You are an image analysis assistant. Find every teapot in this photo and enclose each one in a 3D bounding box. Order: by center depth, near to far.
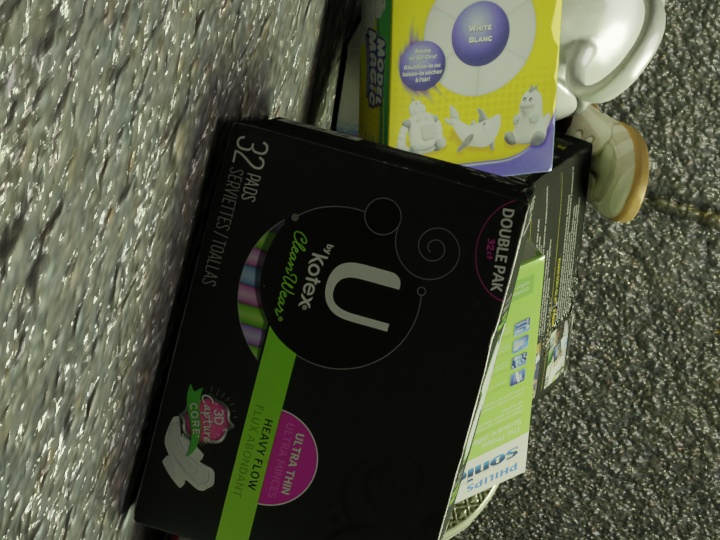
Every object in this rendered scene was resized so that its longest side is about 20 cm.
[{"bbox_3d":[0.120,-0.171,1.240,0.200,0.197,0.146,67,40,-73],"label":"teapot"}]

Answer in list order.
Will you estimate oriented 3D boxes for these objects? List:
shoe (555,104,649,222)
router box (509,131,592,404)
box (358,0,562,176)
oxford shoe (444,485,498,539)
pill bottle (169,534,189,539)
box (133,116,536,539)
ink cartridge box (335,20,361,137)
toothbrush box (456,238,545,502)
[{"bbox_3d":[0.166,-0.092,1.303,0.200,0.053,0.070,-111,-150,-63],"label":"shoe"},{"bbox_3d":[0.102,0.015,1.236,0.149,0.051,0.200,-33,134,-47],"label":"router box"},{"bbox_3d":[0.060,-0.153,1.008,0.048,0.117,0.201,-144,-130,-60],"label":"box"},{"bbox_3d":[0.036,0.187,1.287,0.200,0.075,0.058,-51,173,-4],"label":"oxford shoe"},{"bbox_3d":[-0.074,0.231,0.911,0.111,0.110,0.200,52,56,-81],"label":"pill bottle"},{"bbox_3d":[-0.009,0.039,0.855,0.124,0.148,0.200,-38,142,-80],"label":"box"},{"bbox_3d":[0.030,-0.121,1.139,0.117,0.067,0.200,-66,170,-49],"label":"ink cartridge box"},{"bbox_3d":[0.026,0.062,1.061,0.145,0.086,0.200,-22,137,-20],"label":"toothbrush box"}]
